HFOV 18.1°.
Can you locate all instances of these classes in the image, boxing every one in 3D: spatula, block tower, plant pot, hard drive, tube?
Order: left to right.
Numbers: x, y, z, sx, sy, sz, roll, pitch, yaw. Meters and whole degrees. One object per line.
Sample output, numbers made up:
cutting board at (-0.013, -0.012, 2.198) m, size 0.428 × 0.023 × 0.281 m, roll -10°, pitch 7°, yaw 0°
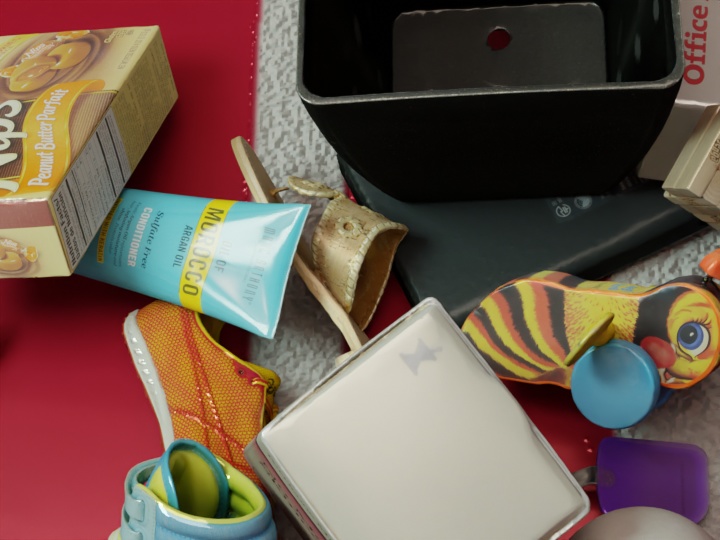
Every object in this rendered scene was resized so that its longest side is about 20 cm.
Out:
tube at (-0.117, -0.015, 1.299) m, size 0.200 × 0.050 × 0.078 m, roll 11°, pitch 86°, yaw 34°
plant pot at (0.075, -0.138, 1.265) m, size 0.199 × 0.177 × 0.200 m, roll -3°, pitch 62°, yaw 6°
spatula at (0.094, 0.121, 1.257) m, size 0.200 × 0.021 × 0.057 m, roll -3°, pitch 52°, yaw 8°
hard drive at (0.103, -0.052, 1.336) m, size 0.200 × 0.033 × 0.140 m, roll -25°, pitch 64°, yaw -6°
block tower at (0.259, -0.018, 1.230) m, size 0.200 × 0.054 × 0.058 m, roll 32°, pitch 85°, yaw -16°

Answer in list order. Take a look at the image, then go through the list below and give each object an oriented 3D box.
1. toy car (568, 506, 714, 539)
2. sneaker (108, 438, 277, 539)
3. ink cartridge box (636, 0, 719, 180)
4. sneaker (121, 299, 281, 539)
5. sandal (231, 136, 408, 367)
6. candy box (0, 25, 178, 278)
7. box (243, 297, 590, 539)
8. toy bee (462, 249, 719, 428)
toy car at (0.159, 0.180, 1.120) m, size 0.200 × 0.177 × 0.185 m, roll 14°, pitch 56°, yaw 0°
sneaker at (-0.120, 0.149, 1.191) m, size 0.200 × 0.131 × 0.080 m, roll -1°, pitch 20°, yaw 25°
ink cartridge box at (0.264, -0.119, 1.300) m, size 0.200 × 0.088 × 0.146 m, roll 8°, pitch 59°, yaw 2°
sneaker at (-0.074, 0.093, 1.263) m, size 0.077 × 0.073 × 0.200 m, roll -21°, pitch 64°, yaw -3°
sandal at (0.001, 0.001, 1.295) m, size 0.070 × 0.078 × 0.212 m, roll -28°, pitch 71°, yaw 6°
candy box at (-0.193, -0.071, 1.310) m, size 0.115 × 0.055 × 0.200 m, roll -3°, pitch 34°, yaw 18°
box at (0.021, 0.104, 1.139) m, size 0.109 × 0.200 × 0.128 m, roll -37°, pitch 87°, yaw -8°
toy bee at (0.161, 0.032, 1.243) m, size 0.200 × 0.131 × 0.109 m, roll 15°, pitch 102°, yaw -4°
